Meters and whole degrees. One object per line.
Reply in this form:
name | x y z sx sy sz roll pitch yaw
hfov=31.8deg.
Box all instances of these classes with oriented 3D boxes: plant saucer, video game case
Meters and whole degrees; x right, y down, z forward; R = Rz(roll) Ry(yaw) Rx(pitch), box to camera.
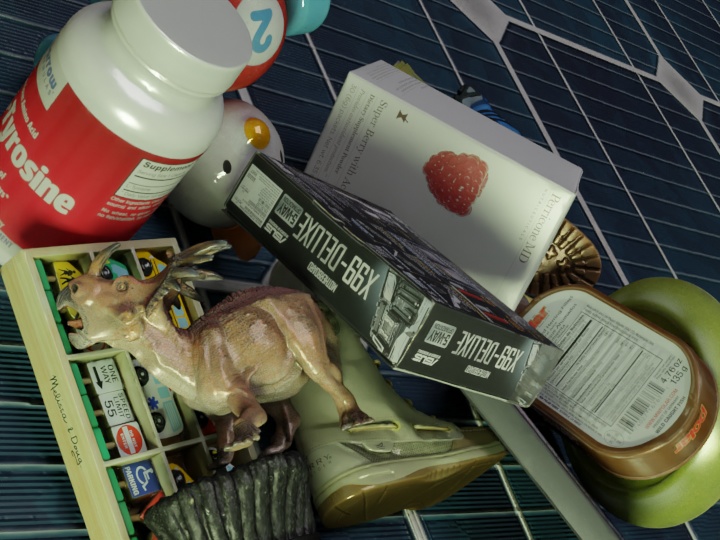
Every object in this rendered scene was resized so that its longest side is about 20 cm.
plant saucer | 0.226 0.104 1.020 0.031 0.200 0.202 8 48 -36
video game case | 0.145 0.153 0.963 0.201 0.025 0.181 51 2 6

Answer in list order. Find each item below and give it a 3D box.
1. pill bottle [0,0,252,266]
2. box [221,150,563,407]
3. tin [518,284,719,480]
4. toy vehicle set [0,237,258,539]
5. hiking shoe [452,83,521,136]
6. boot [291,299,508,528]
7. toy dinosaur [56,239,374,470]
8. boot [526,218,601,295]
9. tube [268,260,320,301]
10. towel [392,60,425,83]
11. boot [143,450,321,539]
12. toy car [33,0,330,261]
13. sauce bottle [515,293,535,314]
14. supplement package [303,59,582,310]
pill bottle | -0.156 -0.090 0.783 0.111 0.200 0.113 30 35 -24
box | 0.021 0.005 0.850 0.157 0.050 0.200 21 15 -50
tin | 0.188 0.081 0.984 0.199 0.112 0.042 34 -11 50
toy vehicle set | -0.129 0.080 0.759 0.123 0.026 0.202 -8 73 -53
hiking shoe | 0.110 -0.115 1.173 0.086 0.075 0.200 31 19 -3
boot | 0.013 0.094 0.910 0.199 0.072 0.156 -1 53 -50
toy dinosaur | -0.067 0.041 0.757 0.198 0.085 0.137 -3 72 -47
boot | 0.128 -0.040 1.136 0.198 0.076 0.107 24 16 16
tube | 0.000 0.000 1.019 0.199 0.051 0.059 -19 100 -60
towel | 0.078 -0.120 1.261 0.200 0.023 0.144 46 31 -3
boot | -0.075 0.191 0.657 0.211 0.079 0.160 -16 87 -66
toy car | -0.101 -0.110 0.918 0.183 0.176 0.202 -19 82 -44
sauce bottle | 0.132 0.050 1.103 0.198 0.065 0.065 17 43 -37
supplement package | 0.065 -0.068 1.024 0.198 0.122 0.120 28 18 5
